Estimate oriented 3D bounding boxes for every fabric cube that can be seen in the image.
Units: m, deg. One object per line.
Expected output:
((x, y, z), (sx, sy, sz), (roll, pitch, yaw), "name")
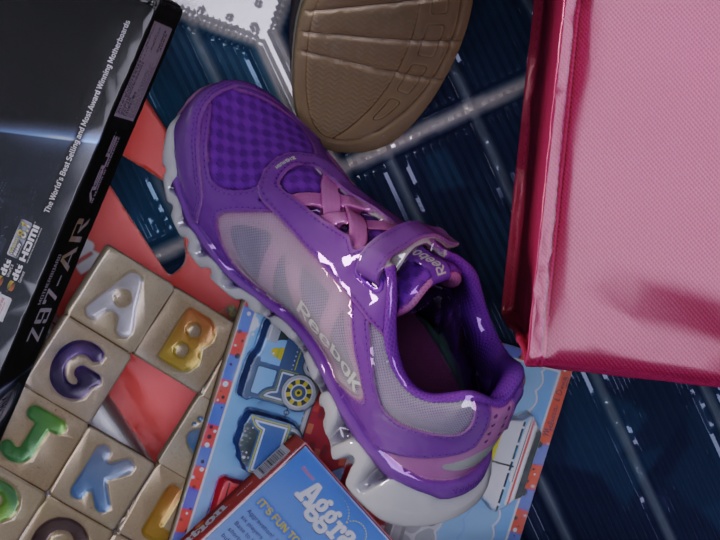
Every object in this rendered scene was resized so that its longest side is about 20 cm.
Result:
((0.166, -0.058, 0.983), (0.199, 0.200, 0.196), (7, 95, 0), "fabric cube")

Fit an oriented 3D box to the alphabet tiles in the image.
((-0.067, 0.110, 1.057), (0.200, 0.008, 0.167), (32, 88, -19), "alphabet tiles")

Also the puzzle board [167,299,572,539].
((-0.005, 0.115, 1.065), (0.151, 0.017, 0.200), (16, 95, -18), "puzzle board")

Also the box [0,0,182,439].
((-0.183, -0.046, 1.006), (0.160, 0.044, 0.200), (25, 93, 8), "box")

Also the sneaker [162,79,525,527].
((0.000, 0.000, 1.002), (0.080, 0.088, 0.200), (-28, 78, -33), "sneaker")

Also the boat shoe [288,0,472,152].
((0.008, -0.146, 1.033), (0.072, 0.065, 0.200), (0, 121, -14), "boat shoe")

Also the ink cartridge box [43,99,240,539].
((-0.142, 0.009, 1.064), (0.174, 0.044, 0.200), (-33, 94, 3), "ink cartridge box")

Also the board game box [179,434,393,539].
((0.000, 0.174, 1.057), (0.103, 0.019, 0.200), (-42, 108, -5), "board game box")
